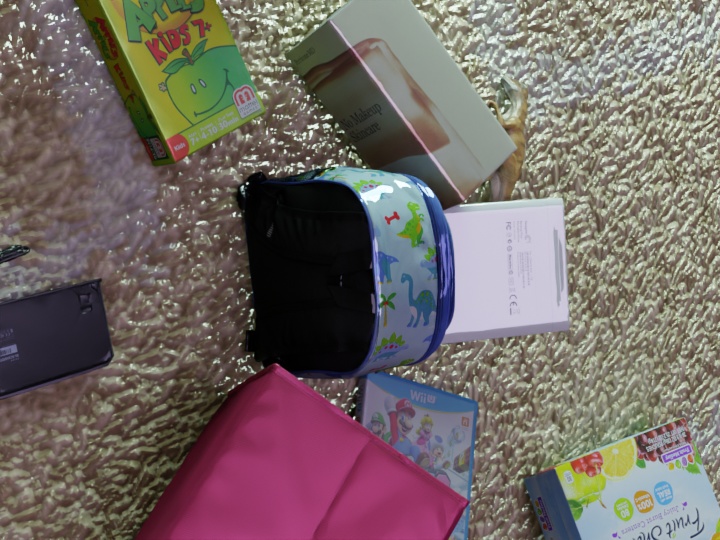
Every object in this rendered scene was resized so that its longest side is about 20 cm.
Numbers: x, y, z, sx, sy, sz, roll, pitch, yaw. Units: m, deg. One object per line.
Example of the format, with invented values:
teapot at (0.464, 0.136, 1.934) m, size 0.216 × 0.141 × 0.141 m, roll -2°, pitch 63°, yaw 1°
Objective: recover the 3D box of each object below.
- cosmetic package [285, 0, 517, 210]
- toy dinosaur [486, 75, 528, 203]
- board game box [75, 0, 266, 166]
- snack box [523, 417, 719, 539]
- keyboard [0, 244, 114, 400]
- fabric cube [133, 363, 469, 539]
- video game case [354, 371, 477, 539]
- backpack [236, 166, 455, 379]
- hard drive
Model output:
cosmetic package at (0.037, -0.155, 1.123) m, size 0.087 × 0.103 × 0.201 m, roll -42°, pitch 100°, yaw -25°
toy dinosaur at (0.141, -0.103, 1.238) m, size 0.105 × 0.060 × 0.203 m, roll 11°, pitch 85°, yaw -34°
board game box at (-0.169, -0.202, 1.040) m, size 0.101 × 0.047 × 0.202 m, roll -33°, pitch 108°, yaw -28°
snack box at (0.291, 0.268, 1.310) m, size 0.198 × 0.068 × 0.171 m, roll -13°, pitch 78°, yaw -31°
keyboard at (-0.298, 0.041, 0.978) m, size 0.198 × 0.021 × 0.129 m, roll -16°, pitch 105°, yaw -33°
fabric cube at (-0.065, 0.224, 1.000) m, size 0.199 × 0.196 × 0.200 m, roll 35°, pitch 70°, yaw -6°
video game case at (0.049, 0.209, 1.180) m, size 0.142 × 0.018 × 0.203 m, roll 19°, pitch 67°, yaw -32°
backpack at (0.000, 0.000, 1.064) m, size 0.145 × 0.199 × 0.186 m, roll -5°, pitch 93°, yaw -32°
hard drive at (0.108, 0.002, 1.205) m, size 0.197 × 0.027 × 0.134 m, roll -5°, pitch 95°, yaw -17°
